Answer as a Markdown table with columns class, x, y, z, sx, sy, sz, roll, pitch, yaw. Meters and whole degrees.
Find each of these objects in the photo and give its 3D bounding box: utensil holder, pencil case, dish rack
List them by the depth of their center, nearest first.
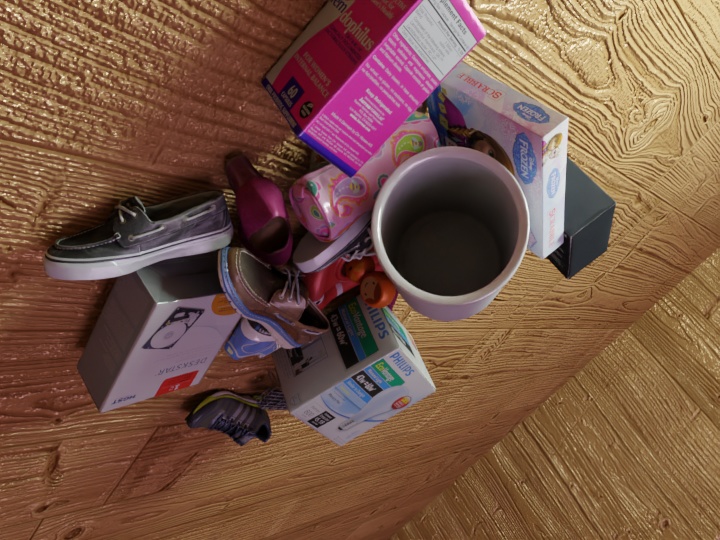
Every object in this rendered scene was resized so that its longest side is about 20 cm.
| class | x | y | z | sx | sy | sz | roll | pitch | yaw |
| --- | --- | --- | --- | --- | --- | --- | --- | --- | --- |
| pencil case | 0.010 | -0.119 | 0.715 | 0.199 | 0.087 | 0.088 | -38 | 153 | -20 |
| utensil holder | 0.107 | -0.029 | 0.718 | 0.169 | 0.171 | 0.200 | -35 | 165 | 1 |
| dish rack | -0.102 | 0.190 | 1.116 | 0.200 | 0.055 | 0.153 | -42 | 148 | 14 |

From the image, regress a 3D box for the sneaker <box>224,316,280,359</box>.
| class | x | y | z | sx | sy | sz | roll | pitch | yaw |
| --- | --- | --- | --- | --- | --- | --- | --- | --- | --- |
| sneaker | -0.133 | 0.078 | 0.873 | 0.077 | 0.076 | 0.200 | -44 | 168 | 15 |

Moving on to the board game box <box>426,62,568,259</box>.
| class | x | y | z | sx | sy | sz | roll | pitch | yaw |
| --- | --- | --- | --- | --- | --- | --- | --- | --- | --- |
| board game box | 0.164 | -0.139 | 0.734 | 0.041 | 0.199 | 0.201 | -36 | 141 | -12 |

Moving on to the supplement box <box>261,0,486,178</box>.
| class | x | y | z | sx | sy | sz | roll | pitch | yaw |
| --- | --- | --- | --- | --- | --- | --- | --- | --- | --- |
| supplement box | 0.011 | -0.214 | 0.602 | 0.200 | 0.102 | 0.103 | -44 | 144 | 14 |

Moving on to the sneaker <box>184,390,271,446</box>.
| class | x | y | z | sx | sy | sz | roll | pitch | yaw |
| --- | --- | --- | --- | --- | --- | --- | --- | --- | --- |
| sneaker | -0.226 | 0.269 | 1.070 | 0.074 | 0.081 | 0.199 | -46 | 149 | 18 |

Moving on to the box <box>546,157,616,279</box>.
| class | x | y | z | sx | sy | sz | roll | pitch | yaw |
| --- | --- | --- | --- | --- | --- | --- | --- | --- | --- |
| box | 0.256 | -0.106 | 0.840 | 0.078 | 0.201 | 0.141 | -36 | 151 | 2 |

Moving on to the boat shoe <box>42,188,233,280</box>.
| class | x | y | z | sx | sy | sz | roll | pitch | yaw |
| --- | --- | --- | --- | --- | --- | --- | --- | --- | --- |
| boat shoe | -0.236 | -0.047 | 0.639 | 0.197 | 0.072 | 0.072 | -17 | 124 | -27 |

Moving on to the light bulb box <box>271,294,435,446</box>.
| class | x | y | z | sx | sy | sz | roll | pitch | yaw |
| --- | --- | --- | --- | --- | --- | --- | --- | --- | --- |
| light bulb box | -0.008 | 0.165 | 0.986 | 0.198 | 0.126 | 0.199 | -31 | 142 | 7 |

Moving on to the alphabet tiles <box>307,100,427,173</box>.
| class | x | y | z | sx | sy | sz | roll | pitch | yaw |
| --- | --- | --- | --- | --- | --- | --- | --- | --- | --- |
| alphabet tiles | 0.011 | -0.171 | 0.764 | 0.164 | 0.006 | 0.202 | -17 | 145 | -29 |

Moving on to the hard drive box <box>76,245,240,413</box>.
| class | x | y | z | sx | sy | sz | roll | pitch | yaw |
| --- | --- | --- | --- | --- | --- | --- | --- | --- | --- |
| hard drive box | -0.243 | 0.071 | 0.754 | 0.155 | 0.077 | 0.201 | -10 | 144 | -52 |

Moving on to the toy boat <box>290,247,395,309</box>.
| class | x | y | z | sx | sy | sz | roll | pitch | yaw |
| --- | --- | --- | --- | --- | --- | --- | --- | --- | --- |
| toy boat | 0.000 | 0.000 | 0.856 | 0.198 | 0.131 | 0.132 | -27 | 150 | -25 |

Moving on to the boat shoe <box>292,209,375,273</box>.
| class | x | y | z | sx | sy | sz | roll | pitch | yaw |
| --- | --- | --- | --- | --- | --- | --- | --- | --- | --- |
| boat shoe | -0.007 | -0.048 | 0.774 | 0.200 | 0.073 | 0.069 | -49 | 125 | -38 |

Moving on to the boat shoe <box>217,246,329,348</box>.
| class | x | y | z | sx | sy | sz | roll | pitch | yaw |
| --- | --- | --- | --- | --- | --- | --- | --- | --- | --- |
| boat shoe | -0.098 | 0.027 | 0.718 | 0.071 | 0.073 | 0.200 | -15 | 148 | 15 |

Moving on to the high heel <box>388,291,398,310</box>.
| class | x | y | z | sx | sy | sz | roll | pitch | yaw |
| --- | --- | --- | --- | --- | --- | --- | --- | --- | --- |
| high heel | 0.050 | 0.028 | 1.039 | 0.096 | 0.067 | 0.201 | -47 | 168 | -28 |

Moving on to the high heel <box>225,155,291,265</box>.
| class | x | y | z | sx | sy | sz | roll | pitch | yaw |
| --- | --- | --- | --- | --- | --- | --- | --- | --- | --- |
| high heel | -0.108 | -0.041 | 0.719 | 0.067 | 0.097 | 0.201 | -32 | 150 | -7 |
